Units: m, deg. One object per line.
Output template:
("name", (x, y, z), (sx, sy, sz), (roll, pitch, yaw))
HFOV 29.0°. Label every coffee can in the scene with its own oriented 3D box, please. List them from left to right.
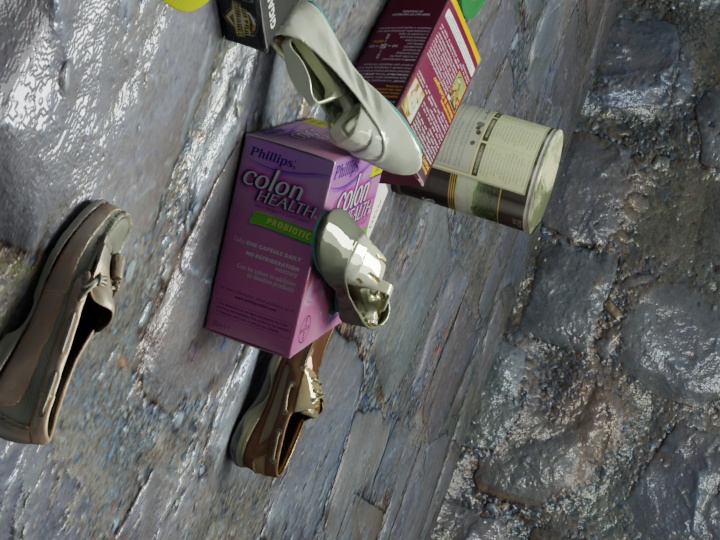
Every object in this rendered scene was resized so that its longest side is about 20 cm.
("coffee can", (0.159, -0.148, 1.894), (0.146, 0.198, 0.148), (18, 90, -75))

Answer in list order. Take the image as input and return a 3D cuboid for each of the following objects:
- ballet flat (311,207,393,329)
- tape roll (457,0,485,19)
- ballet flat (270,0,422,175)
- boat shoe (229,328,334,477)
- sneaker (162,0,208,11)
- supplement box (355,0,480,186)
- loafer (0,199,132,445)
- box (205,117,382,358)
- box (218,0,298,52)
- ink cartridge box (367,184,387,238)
("ballet flat", (0.000, 0.000, 1.354), (0.200, 0.063, 0.068), (74, 37, -65))
("tape roll", (0.145, -0.432, 1.814), (0.200, 0.048, 0.203), (18, 90, -76))
("ballet flat", (-0.020, -0.159, 1.307), (0.069, 0.201, 0.070), (-35, -168, 9))
("boat shoe", (-0.071, 0.140, 1.564), (0.202, 0.071, 0.076), (-64, 158, -1))
("sneaker", (-0.161, -0.233, 0.864), (0.074, 0.082, 0.200), (-46, 148, 5))
("supplement box", (0.054, -0.209, 1.597), (0.201, 0.085, 0.111), (-65, 143, -28))
("loafer", (-0.207, 0.039, 1.005), (0.072, 0.062, 0.201), (84, 27, -56))
("box", (-0.061, -0.038, 1.400), (0.176, 0.096, 0.202), (-30, 135, -69))
("box", (-0.064, -0.322, 1.157), (0.201, 0.049, 0.200), (85, 25, -54))
("ink cartridge box", (-0.021, -0.019, 1.681), (0.177, 0.044, 0.202), (70, 39, -66))
